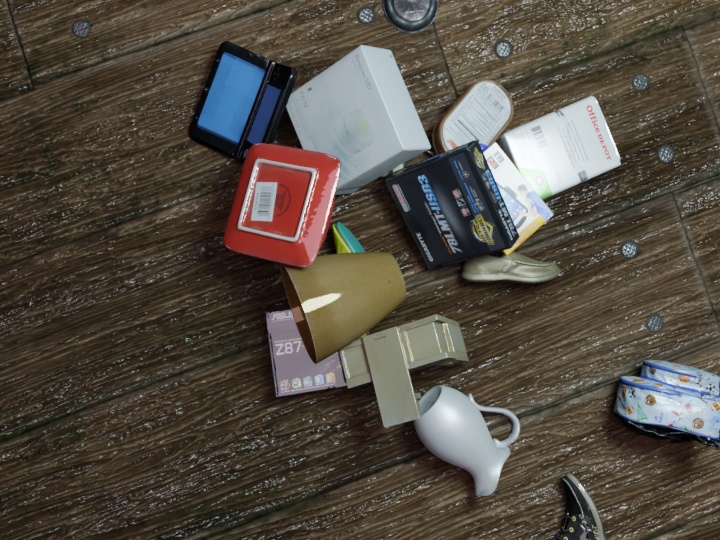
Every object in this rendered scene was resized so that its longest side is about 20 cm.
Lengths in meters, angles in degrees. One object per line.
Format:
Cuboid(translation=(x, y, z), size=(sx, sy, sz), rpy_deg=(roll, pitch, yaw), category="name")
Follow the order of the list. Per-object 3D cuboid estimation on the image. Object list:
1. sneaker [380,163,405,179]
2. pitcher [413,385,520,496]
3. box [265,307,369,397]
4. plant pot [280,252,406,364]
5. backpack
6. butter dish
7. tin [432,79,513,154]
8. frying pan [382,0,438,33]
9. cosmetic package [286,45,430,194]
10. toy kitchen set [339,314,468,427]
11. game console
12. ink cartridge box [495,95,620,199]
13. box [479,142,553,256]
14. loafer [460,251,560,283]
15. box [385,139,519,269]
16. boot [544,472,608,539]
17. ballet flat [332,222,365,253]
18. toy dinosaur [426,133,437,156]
Cuboid(translation=(0.056, -0.278, 1.490), size=(0.077, 0.074, 0.205), rpy_deg=(5, 87, 2), category="sneaker")
Cuboid(translation=(0.207, 0.299, 1.455), size=(0.200, 0.121, 0.172), rpy_deg=(45, 64, -10), category="pitcher")
Cuboid(translation=(-0.077, 0.148, 1.469), size=(0.195, 0.049, 0.165), rpy_deg=(-7, 84, -4), category="box")
Cuboid(translation=(-0.023, 0.046, 1.379), size=(0.196, 0.186, 0.190), rpy_deg=(-19, 88, -13), category="plant pot")
Cuboid(translation=(0.582, 0.250, 1.441), size=(0.186, 0.200, 0.158), rpy_deg=(4, 82, 3), category="backpack")
Cuboid(translation=(-0.120, -0.108, 1.376), size=(0.196, 0.147, 0.204), rpy_deg=(13, 85, 23), category="butter dish")
Cuboid(translation=(0.222, -0.291, 1.494), size=(0.112, 0.042, 0.201), rpy_deg=(41, 71, -2), category="tin")
Cuboid(translation=(0.120, -0.571, 1.533), size=(0.114, 0.031, 0.192), rpy_deg=(30, 88, -3), category="frying pan")
Cuboid(translation=(-0.007, -0.273, 1.412), size=(0.198, 0.122, 0.203), rpy_deg=(-26, 86, 30), category="cosmetic package")
Cuboid(translation=(0.094, 0.197, 1.427), size=(0.197, 0.180, 0.167), rpy_deg=(-18, 76, 18), category="toy kitchen set")
Cuboid(translation=(-0.225, -0.311, 1.437), size=(0.115, 0.176, 0.203), rpy_deg=(17, 101, -29), category="game console")
Cuboid(translation=(0.387, -0.232, 1.500), size=(0.197, 0.084, 0.148), rpy_deg=(-23, 89, -4), category="ink cartridge box")
Cuboid(translation=(0.256, -0.143, 1.436), size=(0.119, 0.041, 0.201), rpy_deg=(-40, 93, 4), category="box")
Cuboid(translation=(0.294, -0.011, 1.487), size=(0.195, 0.076, 0.069), rpy_deg=(-1, 93, -4), category="loafer")
Cuboid(translation=(0.169, -0.116, 1.413), size=(0.050, 0.196, 0.203), rpy_deg=(-43, 111, -46), category="box")
Cuboid(translation=(0.391, 0.511, 1.469), size=(0.148, 0.073, 0.204), rpy_deg=(-22, 94, -4), category="boot")
Cuboid(translation=(0.000, 0.000, 1.478), size=(0.067, 0.067, 0.200), rpy_deg=(-43, 92, 18), category="ballet flat")
Cuboid(translation=(0.172, -0.199, 1.499), size=(0.099, 0.058, 0.205), rpy_deg=(-7, 87, -5), category="toy dinosaur")
